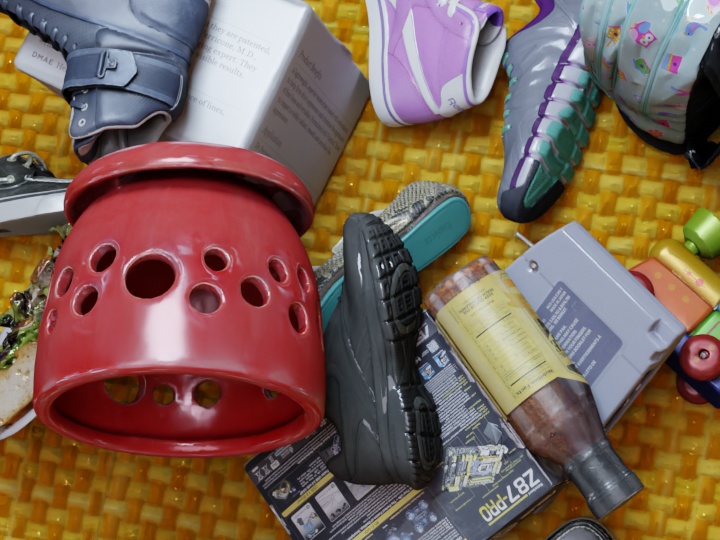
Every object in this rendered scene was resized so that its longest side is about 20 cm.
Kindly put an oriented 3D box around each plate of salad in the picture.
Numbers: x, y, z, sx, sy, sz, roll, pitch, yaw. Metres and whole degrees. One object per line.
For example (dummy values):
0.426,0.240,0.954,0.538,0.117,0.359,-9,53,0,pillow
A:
-0.245,0.037,1.571,0.048,0.200,0.200,32,88,-24,plate of salad

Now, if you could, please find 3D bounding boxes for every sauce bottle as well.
0.125,0.084,1.443,0.066,0.066,0.200,-36,80,5,sauce bottle

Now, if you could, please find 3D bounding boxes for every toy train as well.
0.225,-0.003,1.512,0.116,0.085,0.200,-44,73,-9,toy train

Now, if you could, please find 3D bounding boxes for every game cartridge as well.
0.136,0.067,1.491,0.133,0.041,0.200,44,125,15,game cartridge

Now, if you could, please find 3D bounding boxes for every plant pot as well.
-0.124,0.018,1.417,0.200,0.200,0.183,-6,69,12,plant pot

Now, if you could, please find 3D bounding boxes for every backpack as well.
0.231,-0.175,1.475,0.126,0.200,0.167,21,86,13,backpack

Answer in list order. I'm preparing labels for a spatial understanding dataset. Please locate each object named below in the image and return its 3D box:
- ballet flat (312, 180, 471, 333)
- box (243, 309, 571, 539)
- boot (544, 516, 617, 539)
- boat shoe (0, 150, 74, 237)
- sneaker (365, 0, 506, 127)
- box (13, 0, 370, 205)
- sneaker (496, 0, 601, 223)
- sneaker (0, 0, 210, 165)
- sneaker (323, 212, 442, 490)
0.000,0.000,1.548,0.075,0.068,0.200,19,52,42,ballet flat
0.032,0.149,1.511,0.200,0.049,0.161,-42,73,21,box
0.108,0.261,1.446,0.073,0.154,0.204,37,90,17,boot
-0.281,-0.063,1.647,0.200,0.071,0.064,-5,79,14,boat shoe
0.062,-0.217,1.577,0.114,0.073,0.201,-10,87,39,sneaker
-0.121,-0.150,1.558,0.200,0.199,0.131,25,85,17,box
0.133,-0.131,1.568,0.087,0.074,0.200,18,73,27,sneaker
-0.212,-0.151,1.436,0.202,0.077,0.147,8,79,14,sneaker
-0.001,0.059,1.456,0.091,0.076,0.201,-7,87,24,sneaker
